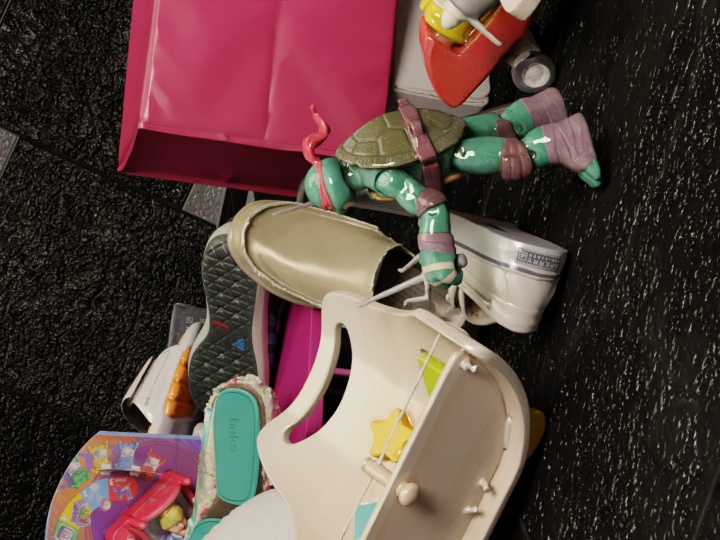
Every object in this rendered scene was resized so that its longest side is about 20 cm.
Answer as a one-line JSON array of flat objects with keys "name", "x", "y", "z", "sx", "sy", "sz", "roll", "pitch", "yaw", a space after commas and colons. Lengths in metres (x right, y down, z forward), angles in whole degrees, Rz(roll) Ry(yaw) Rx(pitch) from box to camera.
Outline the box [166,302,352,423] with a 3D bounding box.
[{"name": "box", "x": -0.088, "y": 0.152, "z": 1.363, "sx": 0.124, "sy": 0.196, "sz": 0.201, "roll": 110, "pitch": 167, "yaw": -67}]

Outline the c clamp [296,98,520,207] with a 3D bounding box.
[{"name": "c clamp", "x": 0.036, "y": -0.045, "z": 1.153, "sx": 0.200, "sy": 0.170, "sz": 0.027, "roll": 93, "pitch": 164, "yaw": -54}]

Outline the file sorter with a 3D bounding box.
[{"name": "file sorter", "x": 0.001, "y": 0.111, "z": 1.167, "sx": 0.139, "sy": 0.125, "sz": 0.201, "roll": 120, "pitch": 156, "yaw": -56}]

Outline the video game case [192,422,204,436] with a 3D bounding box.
[{"name": "video game case", "x": -0.070, "y": 0.240, "z": 1.260, "sx": 0.023, "sy": 0.181, "sz": 0.201, "roll": -79, "pitch": 2, "yaw": -74}]

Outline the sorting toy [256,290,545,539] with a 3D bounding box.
[{"name": "sorting toy", "x": 0.008, "y": 0.103, "z": 0.964, "sx": 0.180, "sy": 0.107, "sz": 0.201, "roll": 36, "pitch": 105, "yaw": 42}]

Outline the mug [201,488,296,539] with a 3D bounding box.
[{"name": "mug", "x": -0.058, "y": 0.259, "z": 1.033, "sx": 0.176, "sy": 0.147, "sz": 0.200, "roll": -59, "pitch": -37, "yaw": -22}]

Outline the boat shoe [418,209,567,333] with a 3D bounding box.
[{"name": "boat shoe", "x": 0.082, "y": 0.001, "z": 1.023, "sx": 0.200, "sy": 0.071, "sz": 0.070, "roll": -147, "pitch": 70, "yaw": -70}]

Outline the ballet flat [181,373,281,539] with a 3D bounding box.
[{"name": "ballet flat", "x": -0.090, "y": 0.176, "z": 1.119, "sx": 0.064, "sy": 0.075, "sz": 0.201, "roll": 4, "pitch": -82, "yaw": -74}]

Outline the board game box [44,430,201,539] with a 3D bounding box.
[{"name": "board game box", "x": -0.139, "y": 0.206, "z": 1.144, "sx": 0.039, "sy": 0.199, "sz": 0.159, "roll": 1, "pitch": 85, "yaw": 57}]

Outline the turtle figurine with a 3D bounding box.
[{"name": "turtle figurine", "x": 0.040, "y": -0.056, "z": 0.933, "sx": 0.150, "sy": 0.199, "sz": 0.101, "roll": -107, "pitch": 0, "yaw": -49}]

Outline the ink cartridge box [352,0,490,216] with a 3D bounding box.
[{"name": "ink cartridge box", "x": 0.042, "y": -0.159, "z": 1.295, "sx": 0.200, "sy": 0.084, "sz": 0.145, "roll": 122, "pitch": 154, "yaw": -60}]

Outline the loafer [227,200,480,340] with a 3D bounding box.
[{"name": "loafer", "x": 0.000, "y": 0.000, "z": 1.086, "sx": 0.068, "sy": 0.199, "sz": 0.076, "roll": 124, "pitch": 169, "yaw": -75}]

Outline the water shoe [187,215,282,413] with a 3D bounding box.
[{"name": "water shoe", "x": -0.087, "y": 0.040, "z": 1.209, "sx": 0.079, "sy": 0.071, "sz": 0.201, "roll": -45, "pitch": -26, "yaw": -48}]

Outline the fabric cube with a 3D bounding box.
[{"name": "fabric cube", "x": -0.087, "y": -0.180, "z": 1.231, "sx": 0.196, "sy": 0.199, "sz": 0.200, "roll": 159, "pitch": 118, "yaw": -75}]

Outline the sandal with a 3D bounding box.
[{"name": "sandal", "x": -0.174, "y": 0.127, "z": 1.240, "sx": 0.079, "sy": 0.059, "sz": 0.207, "roll": 78, "pitch": -157, "yaw": -50}]

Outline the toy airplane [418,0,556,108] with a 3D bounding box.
[{"name": "toy airplane", "x": 0.085, "y": -0.228, "z": 1.010, "sx": 0.200, "sy": 0.141, "sz": 0.200, "roll": 140, "pitch": 139, "yaw": -73}]
